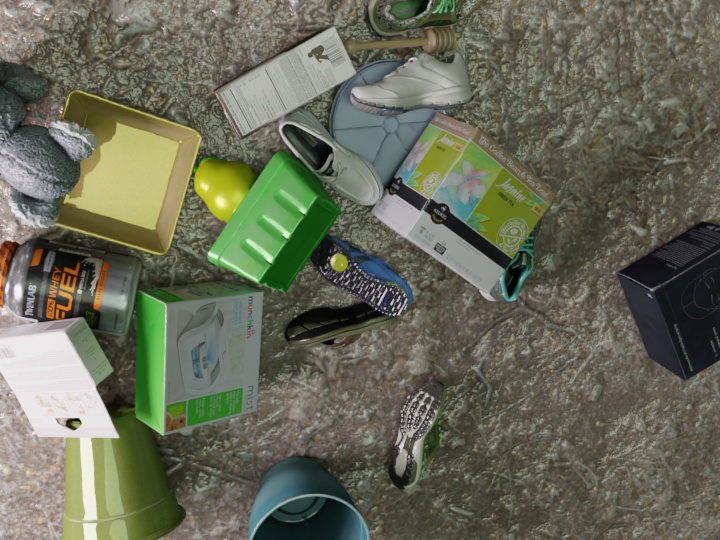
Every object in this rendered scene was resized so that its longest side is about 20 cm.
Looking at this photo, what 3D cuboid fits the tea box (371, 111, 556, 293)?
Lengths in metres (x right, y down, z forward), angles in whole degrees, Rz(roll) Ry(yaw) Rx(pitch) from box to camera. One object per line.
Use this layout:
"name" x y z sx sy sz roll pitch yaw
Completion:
"tea box" 0.164 -0.108 1.205 0.199 0.134 0.198 30 96 -31

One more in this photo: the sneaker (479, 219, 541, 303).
"sneaker" 0.272 -0.033 1.289 0.076 0.091 0.203 14 101 -16

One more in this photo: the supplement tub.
"supplement tub" -0.435 0.023 1.129 0.197 0.123 0.124 11 102 -15

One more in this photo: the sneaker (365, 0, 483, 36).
"sneaker" 0.111 -0.405 1.157 0.197 0.089 0.078 -20 108 -7

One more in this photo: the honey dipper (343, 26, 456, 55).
"honey dipper" 0.059 -0.345 1.156 0.198 0.038 0.039 -15 108 -28

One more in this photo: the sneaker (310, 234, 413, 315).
"sneaker" 0.000 0.000 1.261 0.199 0.079 0.066 33 114 0

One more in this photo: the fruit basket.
"fruit basket" -0.162 -0.094 1.172 0.212 0.155 0.219 -5 78 22

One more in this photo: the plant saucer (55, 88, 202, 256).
"plant saucer" -0.360 -0.146 1.141 0.197 0.048 0.203 17 99 -16

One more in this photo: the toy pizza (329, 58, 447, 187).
"toy pizza" 0.045 -0.235 1.217 0.197 0.032 0.204 -4 106 -12

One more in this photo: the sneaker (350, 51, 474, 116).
"sneaker" 0.076 -0.287 1.166 0.197 0.074 0.089 -10 96 -17

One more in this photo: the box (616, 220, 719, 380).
"box" 0.605 0.053 1.369 0.195 0.124 0.202 -30 109 -5

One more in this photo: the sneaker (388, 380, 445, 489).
"sneaker" 0.116 0.292 1.357 0.088 0.077 0.203 10 104 -43

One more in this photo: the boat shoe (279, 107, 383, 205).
"boat shoe" -0.049 -0.165 1.171 0.199 0.066 0.074 37 118 -11

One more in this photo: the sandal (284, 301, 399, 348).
"sandal" -0.028 0.100 1.268 0.198 0.080 0.058 -10 120 -10

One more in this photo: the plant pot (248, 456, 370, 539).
"plant pot" -0.099 0.419 1.273 0.197 0.188 0.203 -3 104 -12

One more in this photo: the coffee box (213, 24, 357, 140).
"coffee box" -0.116 -0.280 1.127 0.198 0.113 0.081 -30 109 -3

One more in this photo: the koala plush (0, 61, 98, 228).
"koala plush" -0.467 -0.165 1.020 0.199 0.184 0.178 36 96 -3

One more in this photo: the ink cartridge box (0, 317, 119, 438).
"ink cartridge box" -0.444 0.162 1.115 0.198 0.045 0.178 -7 115 32

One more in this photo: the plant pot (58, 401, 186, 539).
"plant pot" -0.390 0.316 1.196 0.197 0.200 0.193 -9 95 -10

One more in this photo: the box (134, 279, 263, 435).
"box" -0.250 0.128 1.173 0.175 0.096 0.203 -5 105 -43
